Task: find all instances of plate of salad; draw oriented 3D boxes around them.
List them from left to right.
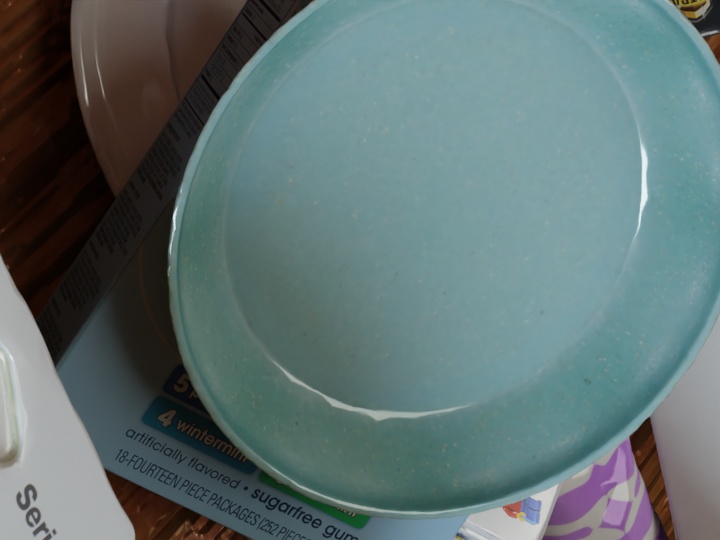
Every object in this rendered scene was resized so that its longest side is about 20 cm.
[{"bbox_3d":[-0.029,-0.074,0.800,0.199,0.048,0.201,8,78,-40],"label":"plate of salad"}]

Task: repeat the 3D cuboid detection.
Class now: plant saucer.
[{"bbox_3d":[0.030,-0.015,0.698,0.199,0.036,0.201,-8,114,-17],"label":"plant saucer"}]

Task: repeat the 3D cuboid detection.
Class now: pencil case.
[{"bbox_3d":[0.109,0.126,0.948,0.085,0.084,0.200,-39,121,-22],"label":"pencil case"}]

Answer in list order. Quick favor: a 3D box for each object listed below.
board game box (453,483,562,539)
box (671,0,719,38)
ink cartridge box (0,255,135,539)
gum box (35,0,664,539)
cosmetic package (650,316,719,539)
[{"bbox_3d":[0.044,0.005,0.859,0.126,0.035,0.201,28,67,-11],"label":"board game box"},{"bbox_3d":[0.053,-0.149,0.821,0.200,0.046,0.160,-19,96,-41],"label":"box"},{"bbox_3d":[-0.170,0.032,0.528,0.083,0.199,0.147,-44,123,-39],"label":"ink cartridge box"},{"bbox_3d":[0.000,0.000,0.740,0.170,0.045,0.200,29,102,-28],"label":"gum box"},{"bbox_3d":[0.180,0.032,0.954,0.085,0.107,0.201,34,44,-64],"label":"cosmetic package"}]
